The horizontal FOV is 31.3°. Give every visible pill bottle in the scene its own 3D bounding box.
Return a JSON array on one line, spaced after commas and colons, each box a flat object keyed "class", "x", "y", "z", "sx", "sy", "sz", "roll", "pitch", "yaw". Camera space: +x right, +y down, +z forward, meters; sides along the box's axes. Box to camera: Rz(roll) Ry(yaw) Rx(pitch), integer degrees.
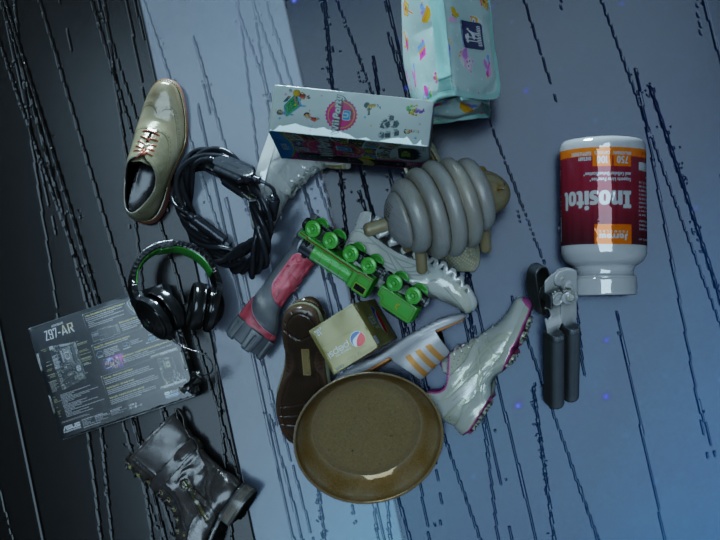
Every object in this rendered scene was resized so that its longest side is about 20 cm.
[{"class": "pill bottle", "x": 0.316, "y": -0.068, "z": 1.670, "sx": 0.112, "sy": 0.113, "sz": 0.202, "roll": -1, "pitch": 88, "yaw": 5}]

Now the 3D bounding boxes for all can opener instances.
[{"class": "can opener", "x": 0.255, "y": 0.083, "z": 1.671, "sx": 0.052, "sy": 0.066, "sz": 0.202, "roll": -19, "pitch": 116, "yaw": -25}]

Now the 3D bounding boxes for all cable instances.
[{"class": "cable", "x": -0.181, "y": -0.079, "z": 1.717, "sx": 0.199, "sy": 0.051, "sz": 0.165, "roll": 23, "pitch": 125, "yaw": 37}]

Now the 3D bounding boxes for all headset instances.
[{"class": "headset", "x": -0.240, "y": 0.060, "z": 1.712, "sx": 0.122, "sy": 0.094, "sz": 0.202, "roll": -9, "pitch": 68, "yaw": -23}]

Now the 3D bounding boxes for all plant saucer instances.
[{"class": "plant saucer", "x": 0.010, "y": 0.214, "z": 1.696, "sx": 0.198, "sy": 0.036, "sz": 0.202, "roll": -2, "pitch": 114, "yaw": -4}]

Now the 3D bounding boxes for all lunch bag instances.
[{"class": "lunch bag", "x": 0.113, "y": -0.285, "z": 1.653, "sx": 0.121, "sy": 0.200, "sz": 0.172, "roll": -6, "pitch": 86, "yaw": 5}]

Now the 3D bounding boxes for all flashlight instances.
[{"class": "flashlight", "x": -0.098, "y": 0.022, "z": 1.728, "sx": 0.068, "sy": 0.068, "sz": 0.201, "roll": 38, "pitch": 91, "yaw": -7}]

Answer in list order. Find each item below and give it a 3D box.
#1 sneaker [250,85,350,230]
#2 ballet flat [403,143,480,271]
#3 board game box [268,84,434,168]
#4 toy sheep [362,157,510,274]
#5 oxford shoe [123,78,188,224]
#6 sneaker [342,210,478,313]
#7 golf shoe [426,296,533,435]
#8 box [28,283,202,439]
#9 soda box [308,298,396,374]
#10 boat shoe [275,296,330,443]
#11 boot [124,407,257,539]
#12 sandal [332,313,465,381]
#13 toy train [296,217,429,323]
[{"class": "sneaker", "x": -0.073, "y": -0.139, "z": 1.728, "sx": 0.115, "sy": 0.074, "sz": 0.202, "roll": 16, "pitch": 88, "yaw": 9}, {"class": "ballet flat", "x": 0.101, "y": -0.087, "z": 1.716, "sx": 0.067, "sy": 0.062, "sz": 0.201, "roll": -26, "pitch": 86, "yaw": 4}, {"class": "board game box", "x": -0.008, "y": -0.178, "z": 1.628, "sx": 0.198, "sy": 0.148, "sz": 0.065, "roll": 6, "pitch": 82, "yaw": 4}, {"class": "toy sheep", "x": 0.098, "y": -0.074, "z": 1.620, "sx": 0.198, "sy": 0.138, "sz": 0.139, "roll": -21, "pitch": 86, "yaw": -15}, {"class": "oxford shoe", "x": -0.279, "y": -0.164, "z": 1.746, "sx": 0.070, "sy": 0.075, "sz": 0.202, "roll": 7, "pitch": 88, "yaw": 7}, {"class": "sneaker", "x": 0.065, "y": 0.005, "z": 1.708, "sx": 0.199, "sy": 0.075, "sz": 0.081, "roll": 33, "pitch": 82, "yaw": 13}, {"class": "golf shoe", "x": 0.157, "y": 0.115, "z": 1.700, "sx": 0.091, "sy": 0.075, "sz": 0.201, "roll": 29, "pitch": 88, "yaw": 12}, {"class": "box", "x": -0.335, "y": 0.124, "z": 1.757, "sx": 0.198, "sy": 0.044, "sz": 0.162, "roll": -19, "pitch": 86, "yaw": 4}, {"class": "soda box", "x": -0.007, "y": 0.083, "z": 1.650, "sx": 0.067, "sy": 0.200, "sz": 0.064, "roll": -32, "pitch": 85, "yaw": 7}, {"class": "boat shoe", "x": -0.069, "y": 0.131, "z": 1.720, "sx": 0.074, "sy": 0.075, "sz": 0.204, "roll": 8, "pitch": 112, "yaw": 5}, {"class": "boot", "x": -0.253, "y": 0.311, "z": 1.740, "sx": 0.174, "sy": 0.069, "sz": 0.201, "roll": 37, "pitch": 88, "yaw": 11}, {"class": "sandal", "x": 0.059, "y": 0.123, "z": 1.708, "sx": 0.206, "sy": 0.079, "sz": 0.060, "roll": -31, "pitch": 84, "yaw": 13}, {"class": "toy train", "x": 0.000, "y": 0.000, "z": 1.671, "sx": 0.199, "sy": 0.042, "sz": 0.057, "roll": 33, "pitch": 109, "yaw": 13}]
